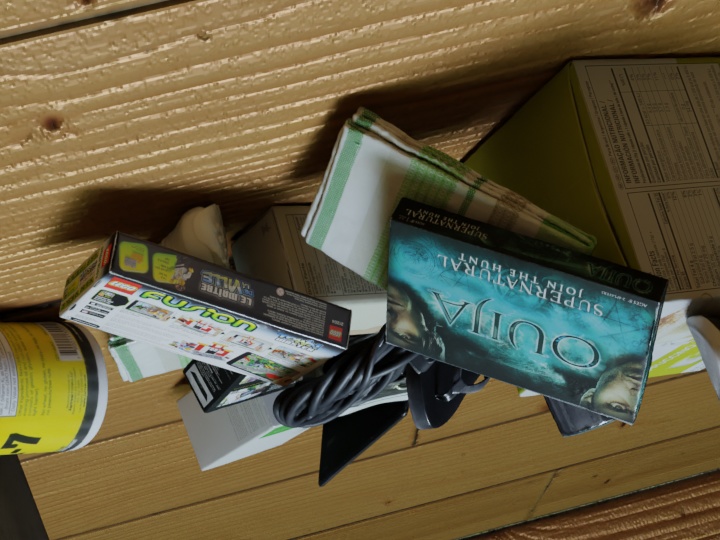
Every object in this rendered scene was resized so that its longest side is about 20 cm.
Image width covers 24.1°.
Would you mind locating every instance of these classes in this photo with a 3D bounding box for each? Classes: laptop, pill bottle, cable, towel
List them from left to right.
[{"bbox_3d":[-0.323,0.100,1.415,0.199,0.115,0.114,1,156,-42],"label":"pill bottle"},{"bbox_3d":[-0.136,0.050,1.581,0.199,0.031,0.149,-16,165,-7],"label":"towel"},{"bbox_3d":[-0.001,0.077,1.381,0.162,0.051,0.200,-27,173,-3],"label":"cable"},{"bbox_3d":[0.053,0.106,1.695,0.115,0.201,0.187,18,145,-20],"label":"laptop"},{"bbox_3d":[0.062,-0.026,1.249,0.199,0.031,0.150,28,141,3],"label":"towel"}]

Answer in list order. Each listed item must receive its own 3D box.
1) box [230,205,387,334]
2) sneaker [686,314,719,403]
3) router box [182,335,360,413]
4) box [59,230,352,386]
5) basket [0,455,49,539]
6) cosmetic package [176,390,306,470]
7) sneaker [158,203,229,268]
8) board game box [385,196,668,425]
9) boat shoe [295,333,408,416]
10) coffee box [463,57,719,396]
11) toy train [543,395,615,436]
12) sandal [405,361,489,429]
[{"bbox_3d":[0.000,0.000,1.427,0.199,0.096,0.078,-1,157,-35],"label":"box"},{"bbox_3d":[0.300,0.055,1.239,0.099,0.071,0.200,-22,166,12],"label":"sneaker"},{"bbox_3d":[-0.044,0.053,1.536,0.199,0.051,0.149,-14,157,-43],"label":"router box"},{"bbox_3d":[-0.119,0.033,1.299,0.199,0.035,0.110,19,152,-24],"label":"box"},{"bbox_3d":[-0.375,0.198,1.520,0.179,0.201,0.136,-20,161,9],"label":"basket"},{"bbox_3d":[-0.098,0.131,1.714,0.107,0.085,0.200,-16,169,-29],"label":"cosmetic package"},{"bbox_3d":[-0.144,0.006,1.364,0.080,0.077,0.200,-2,158,-7],"label":"sneaker"},{"bbox_3d":[0.115,0.031,1.218,0.199,0.028,0.136,18,138,15],"label":"board game box"},{"bbox_3d":[0.036,0.081,1.537,0.199,0.071,0.064,-19,162,-33],"label":"boat shoe"},{"bbox_3d":[0.220,-0.034,1.333,0.197,0.201,0.200,-5,159,-29],"label":"coffee box"},{"bbox_3d":[0.178,0.047,1.463,0.085,0.201,0.114,-20,-170,23],"label":"toy train"},{"bbox_3d":[0.099,0.073,1.530,0.043,0.076,0.200,-6,-156,36],"label":"sandal"}]
